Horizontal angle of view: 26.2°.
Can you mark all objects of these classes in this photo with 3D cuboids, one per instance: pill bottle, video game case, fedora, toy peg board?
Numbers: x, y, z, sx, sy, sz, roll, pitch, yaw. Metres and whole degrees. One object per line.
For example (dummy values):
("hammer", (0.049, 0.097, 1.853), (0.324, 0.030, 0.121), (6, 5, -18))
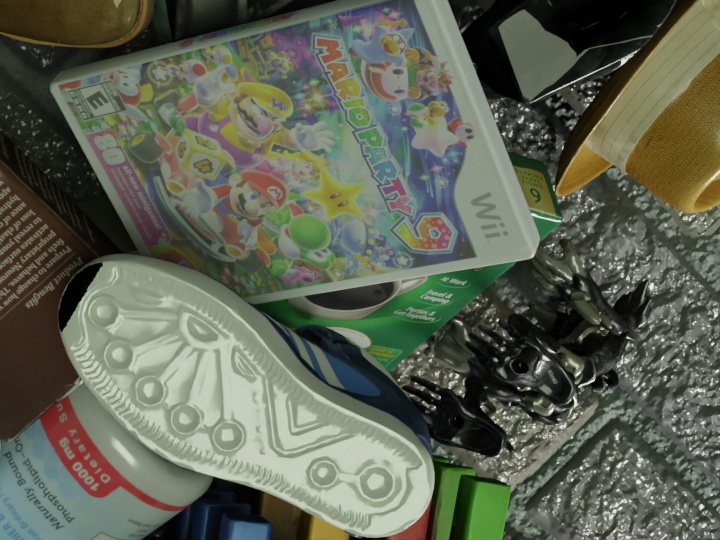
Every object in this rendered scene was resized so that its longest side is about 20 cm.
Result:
("pill bottle", (-0.186, 0.129, 0.847), (0.200, 0.109, 0.109), (-37, 115, 14))
("video game case", (-0.032, -0.051, 0.729), (0.200, 0.018, 0.143), (-10, 122, 25))
("fedora", (0.196, -0.093, 0.841), (0.201, 0.201, 0.082), (-45, 78, 3))
("toy peg board", (-0.022, 0.147, 0.874), (0.199, 0.200, 0.098), (10, 89, -18))

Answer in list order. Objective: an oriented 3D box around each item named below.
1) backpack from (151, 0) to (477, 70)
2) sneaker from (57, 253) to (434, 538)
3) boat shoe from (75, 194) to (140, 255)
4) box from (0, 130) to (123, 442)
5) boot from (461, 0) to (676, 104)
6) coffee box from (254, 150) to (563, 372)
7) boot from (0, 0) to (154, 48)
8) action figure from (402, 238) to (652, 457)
("backpack", (-0.046, -0.158, 0.784), (0.167, 0.127, 0.200), (-17, 115, -10))
("sneaker", (-0.054, 0.053, 0.763), (0.200, 0.146, 0.081), (32, 94, -9))
("boat shoe", (-0.161, 0.007, 0.842), (0.200, 0.071, 0.063), (-16, 120, -10))
("box", (-0.202, -0.024, 0.737), (0.100, 0.075, 0.200), (-40, 115, 2))
("boot", (0.124, -0.148, 0.789), (0.165, 0.200, 0.066), (-44, 93, 2))
("coffee box", (0.000, 0.000, 0.833), (0.123, 0.044, 0.200), (13, 139, -34))
("boot", (-0.196, -0.144, 0.728), (0.200, 0.075, 0.074), (19, 117, 10))
("action figure", (0.101, 0.040, 0.898), (0.102, 0.200, 0.119), (46, 113, 12))
